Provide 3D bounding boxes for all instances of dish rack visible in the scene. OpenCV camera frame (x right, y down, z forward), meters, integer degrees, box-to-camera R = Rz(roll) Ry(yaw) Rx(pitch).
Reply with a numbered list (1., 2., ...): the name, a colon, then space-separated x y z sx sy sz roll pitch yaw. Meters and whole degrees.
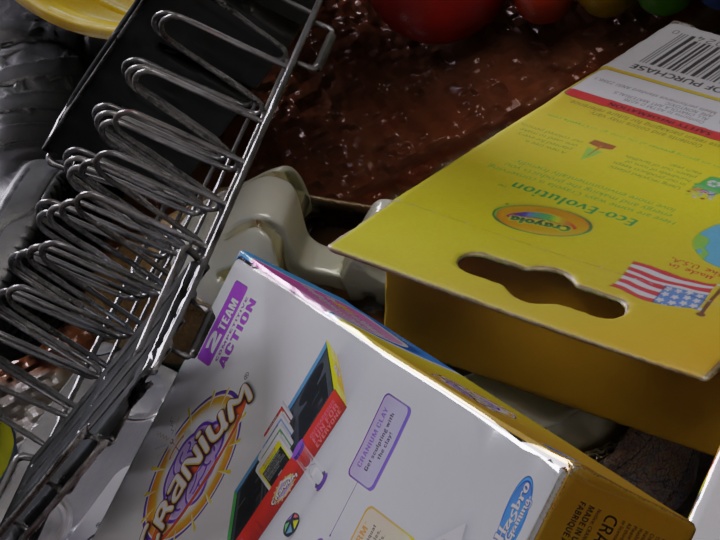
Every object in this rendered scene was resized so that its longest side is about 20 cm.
1. dish rack: -0.072 -0.011 0.881 0.054 0.153 0.200 29 52 -9

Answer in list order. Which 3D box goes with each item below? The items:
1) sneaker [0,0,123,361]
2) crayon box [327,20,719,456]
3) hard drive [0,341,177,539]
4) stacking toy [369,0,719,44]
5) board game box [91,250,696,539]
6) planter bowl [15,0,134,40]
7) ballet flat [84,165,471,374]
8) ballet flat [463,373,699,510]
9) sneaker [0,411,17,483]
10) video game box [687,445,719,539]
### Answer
1. sneaker: -0.130 -0.056 1.038 0.104 0.060 0.200 13 53 15
2. crayon box: 0.094 -0.007 0.874 0.127 0.051 0.200 19 32 30
3. hard drive: -0.036 0.116 0.915 0.200 0.038 0.140 24 62 24
4. stacking toy: 0.098 -0.123 1.039 0.199 0.085 0.086 -9 54 8
5. board game box: -0.012 0.092 0.758 0.153 0.040 0.200 -63 29 3
6. planter bowl: -0.039 -0.159 1.027 0.200 0.083 0.201 -10 68 25
7. ballet flat: 0.000 0.000 0.968 0.199 0.072 0.068 8 59 15
8. ballet flat: 0.004 0.065 0.880 0.199 0.067 0.068 -20 54 -6
9. sneaker: -0.201 0.024 0.966 0.200 0.079 0.066 14 59 35
10. video game box: 0.086 0.149 0.772 0.047 0.200 0.183 17 59 14
